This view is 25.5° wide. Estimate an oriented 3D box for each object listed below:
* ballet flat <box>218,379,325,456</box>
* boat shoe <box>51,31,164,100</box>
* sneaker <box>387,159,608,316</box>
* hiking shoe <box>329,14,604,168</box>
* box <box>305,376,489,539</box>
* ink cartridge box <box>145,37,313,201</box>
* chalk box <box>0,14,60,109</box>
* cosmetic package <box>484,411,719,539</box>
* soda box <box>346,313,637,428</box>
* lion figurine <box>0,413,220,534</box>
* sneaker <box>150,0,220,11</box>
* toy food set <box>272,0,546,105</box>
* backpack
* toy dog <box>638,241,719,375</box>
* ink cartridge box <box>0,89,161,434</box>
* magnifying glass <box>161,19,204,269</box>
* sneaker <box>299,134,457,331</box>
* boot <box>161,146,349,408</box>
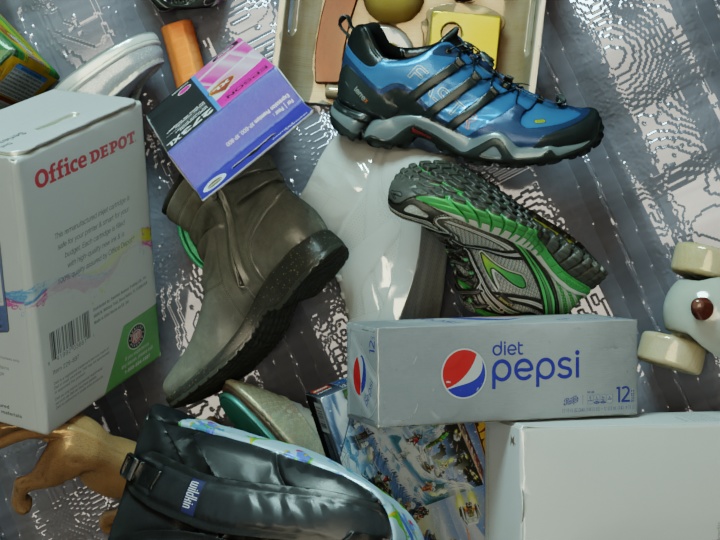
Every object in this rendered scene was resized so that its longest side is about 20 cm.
[{"bbox_3d":[-0.024,0.149,1.189,0.062,0.067,0.200,-39,89,-23],"label":"ballet flat"},{"bbox_3d":[-0.217,-0.098,1.205,0.202,0.074,0.065,-43,91,7],"label":"boat shoe"},{"bbox_3d":[0.090,-0.009,1.122,0.199,0.078,0.086,30,102,-37],"label":"sneaker"},{"bbox_3d":[0.076,-0.126,1.128,0.197,0.074,0.088,7,109,5],"label":"hiking shoe"},{"bbox_3d":[0.055,0.158,1.140,0.136,0.040,0.202,-20,98,-18],"label":"box"},{"bbox_3d":[-0.095,-0.109,1.112,0.094,0.200,0.037,-39,112,-1],"label":"ink cartridge box"},{"bbox_3d":[-0.347,-0.181,1.193,0.124,0.125,0.200,-44,86,3],"label":"chalk box"},{"bbox_3d":[0.191,0.155,1.114,0.197,0.085,0.109,2,90,-13],"label":"cosmetic package"},{"bbox_3d":[0.091,0.067,1.096,0.198,0.063,0.069,-2,93,-20],"label":"soda box"},{"bbox_3d":[-0.182,0.139,1.153,0.122,0.199,0.073,-26,63,34],"label":"lion figurine"},{"bbox_3d":[-0.160,-0.291,1.195,0.079,0.086,0.202,-18,87,7],"label":"sneaker"},{"bbox_3d":[0.038,-0.192,1.184,0.197,0.060,0.145,6,89,7],"label":"toy food set"},{"bbox_3d":[-0.054,0.187,1.048,0.198,0.154,0.165,1,68,32],"label":"backpack"},{"bbox_3d":[0.296,0.041,1.131,0.197,0.096,0.134,-4,88,6],"label":"toy dog"},{"bbox_3d":[-0.217,-0.012,1.116,0.087,0.145,0.202,12,116,25],"label":"ink cartridge box"},{"bbox_3d":[-0.115,-0.092,1.219,0.079,0.022,0.202,-16,89,6],"label":"magnifying glass"},{"bbox_3d":[0.000,0.000,1.186,0.115,0.073,0.202,18,103,27],"label":"sneaker"},{"bbox_3d":[-0.104,-0.003,1.180,0.131,0.067,0.200,50,117,15],"label":"boot"}]
